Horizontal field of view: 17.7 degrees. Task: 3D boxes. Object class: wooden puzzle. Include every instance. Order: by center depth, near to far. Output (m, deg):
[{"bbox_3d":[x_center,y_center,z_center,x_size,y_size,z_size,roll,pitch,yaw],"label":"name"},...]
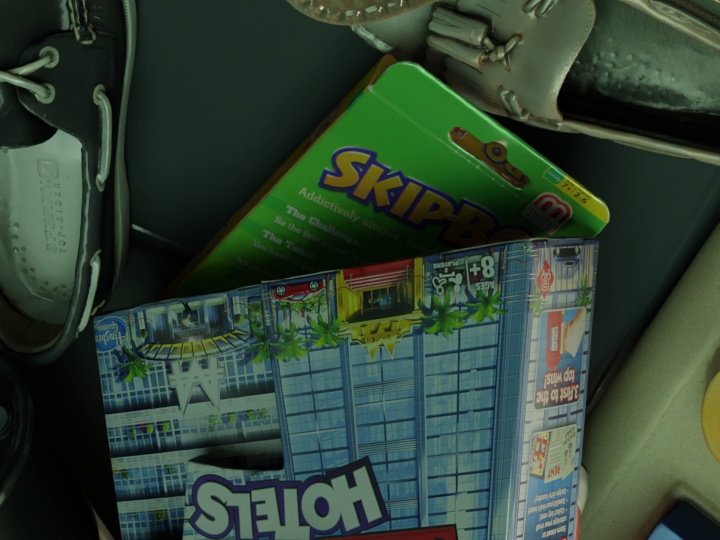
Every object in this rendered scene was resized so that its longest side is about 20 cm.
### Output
[{"bbox_3d":[0.160,0.105,0.833,0.200,0.046,0.185,40,118,18],"label":"wooden puzzle"}]

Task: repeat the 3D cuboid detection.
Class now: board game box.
[{"bbox_3d":[-0.004,0.101,0.807,0.200,0.062,0.200,-10,86,28],"label":"board game box"},{"bbox_3d":[0.000,0.000,0.850,0.096,0.030,0.200,35,136,-12],"label":"board game box"}]

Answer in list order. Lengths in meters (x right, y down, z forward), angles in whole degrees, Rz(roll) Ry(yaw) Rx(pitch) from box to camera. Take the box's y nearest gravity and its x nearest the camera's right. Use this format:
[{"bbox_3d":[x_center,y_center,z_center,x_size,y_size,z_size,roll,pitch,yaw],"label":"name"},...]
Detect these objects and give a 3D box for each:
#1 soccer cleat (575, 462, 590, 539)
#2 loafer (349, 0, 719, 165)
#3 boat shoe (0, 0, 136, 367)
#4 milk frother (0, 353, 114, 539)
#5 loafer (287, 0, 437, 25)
[{"bbox_3d":[0.003,0.118,0.895,0.068,0.073,0.200,37,141,-31],"label":"soccer cleat"},{"bbox_3d":[0.086,-0.075,0.781,0.200,0.063,0.072,13,127,5],"label":"loafer"},{"bbox_3d":[-0.123,-0.057,0.838,0.074,0.060,0.200,7,123,7],"label":"boat shoe"},{"bbox_3d":[-0.186,0.116,0.931,0.180,0.200,0.188,-26,133,-2],"label":"milk frother"},{"bbox_3d":[0.062,-0.143,0.742,0.200,0.068,0.076,-16,146,3],"label":"loafer"}]
